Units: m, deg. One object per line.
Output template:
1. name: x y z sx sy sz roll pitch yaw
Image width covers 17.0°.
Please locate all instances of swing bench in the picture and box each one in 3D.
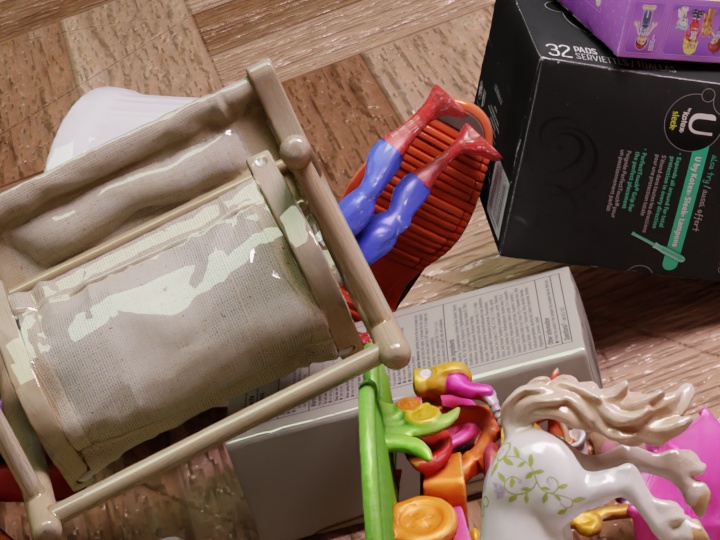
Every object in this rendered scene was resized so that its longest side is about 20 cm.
1. swing bench: -0.100 0.008 1.189 0.198 0.130 0.200 -26 16 0

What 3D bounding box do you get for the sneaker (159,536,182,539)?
1. sneaker: -0.047 0.208 1.054 0.114 0.076 0.200 -9 56 4

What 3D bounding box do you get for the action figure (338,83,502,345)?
1. action figure: 0.000 0.000 1.299 0.200 0.065 0.099 -43 41 0

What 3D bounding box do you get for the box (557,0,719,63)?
1. box: 0.208 -0.157 1.356 0.199 0.039 0.137 1 27 -22

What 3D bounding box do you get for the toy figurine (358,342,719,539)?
1. toy figurine: 0.096 0.104 1.158 0.183 0.151 0.200 -5 34 2

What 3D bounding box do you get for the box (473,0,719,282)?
1. box: 0.175 -0.080 1.375 0.199 0.125 0.149 6 26 -10

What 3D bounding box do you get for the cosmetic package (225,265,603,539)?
1. cosmetic package: 0.032 0.073 1.313 0.199 0.073 0.104 -16 25 8

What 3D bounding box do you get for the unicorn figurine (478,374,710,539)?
1. unicorn figurine: 0.076 0.141 1.047 0.137 0.201 0.074 12 -14 -2

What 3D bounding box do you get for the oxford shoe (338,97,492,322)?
1. oxford shoe: 0.017 -0.027 1.413 0.200 0.071 0.073 -56 6 29

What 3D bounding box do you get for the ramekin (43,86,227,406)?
1. ramekin: -0.107 -0.010 1.436 0.097 0.201 0.201 0 31 19

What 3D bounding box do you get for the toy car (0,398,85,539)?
1. toy car: -0.226 0.099 1.304 0.149 0.201 0.175 -21 11 -15
